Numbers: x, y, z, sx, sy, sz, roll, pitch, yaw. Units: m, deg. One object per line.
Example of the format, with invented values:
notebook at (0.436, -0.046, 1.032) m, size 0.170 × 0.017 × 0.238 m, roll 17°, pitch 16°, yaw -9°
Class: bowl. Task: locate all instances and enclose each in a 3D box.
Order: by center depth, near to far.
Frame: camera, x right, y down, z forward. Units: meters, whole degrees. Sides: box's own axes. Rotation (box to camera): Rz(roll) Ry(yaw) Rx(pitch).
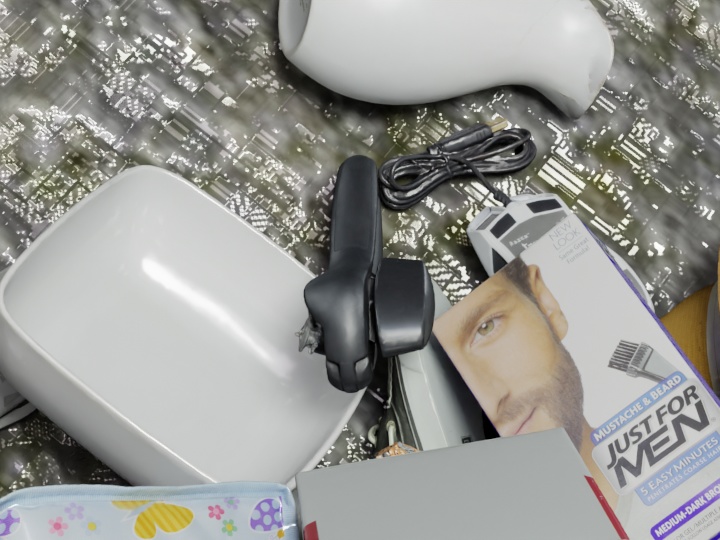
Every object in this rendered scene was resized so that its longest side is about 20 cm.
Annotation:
bowl at (-0.104, 0.050, 0.929) m, size 0.200 × 0.075 × 0.200 m, roll 37°, pitch 37°, yaw 1°

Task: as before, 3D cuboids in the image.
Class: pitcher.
pitcher at (0.049, -0.184, 1.060) m, size 0.200 × 0.121 × 0.172 m, roll 5°, pitch 49°, yaw -19°

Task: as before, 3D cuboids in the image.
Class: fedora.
fedora at (0.224, 0.065, 0.990) m, size 0.082 × 0.201 × 0.201 m, roll -14°, pitch 69°, yaw 26°

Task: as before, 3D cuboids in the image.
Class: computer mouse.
computer mouse at (0.105, -0.013, 1.019) m, size 0.110 × 0.044 × 0.200 m, roll -23°, pitch 57°, yaw -22°

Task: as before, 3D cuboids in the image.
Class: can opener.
can opener at (0.000, 0.000, 0.966) m, size 0.078 × 0.063 × 0.200 m, roll 2°, pitch 32°, yaw -4°

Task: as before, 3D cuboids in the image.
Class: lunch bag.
lunch bag at (-0.149, 0.177, 0.788) m, size 0.200 × 0.170 × 0.127 m, roll 7°, pitch 65°, yaw -32°

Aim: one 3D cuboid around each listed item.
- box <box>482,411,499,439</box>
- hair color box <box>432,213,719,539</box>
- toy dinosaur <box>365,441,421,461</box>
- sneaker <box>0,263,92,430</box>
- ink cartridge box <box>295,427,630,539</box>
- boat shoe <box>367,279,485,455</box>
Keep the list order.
box at (0.144, 0.136, 0.994) m, size 0.110 × 0.035 × 0.200 m, roll -11°, pitch 73°, yaw -14°
hair color box at (0.137, 0.080, 0.893) m, size 0.109 × 0.065 × 0.200 m, roll -38°, pitch 57°, yaw 9°
toy dinosaur at (0.037, 0.199, 0.890) m, size 0.136 × 0.102 × 0.200 m, roll -25°, pitch 74°, yaw 12°
sneaker at (-0.223, 0.054, 0.916) m, size 0.076 × 0.115 × 0.201 m, roll 38°, pitch 69°, yaw 5°
ink cartridge box at (0.056, 0.203, 0.782) m, size 0.144 × 0.145 × 0.200 m, roll -10°, pitch 106°, yaw -4°
boat shoe at (0.036, 0.103, 0.965) m, size 0.064 × 0.071 × 0.200 m, roll -18°, pitch 74°, yaw 29°
